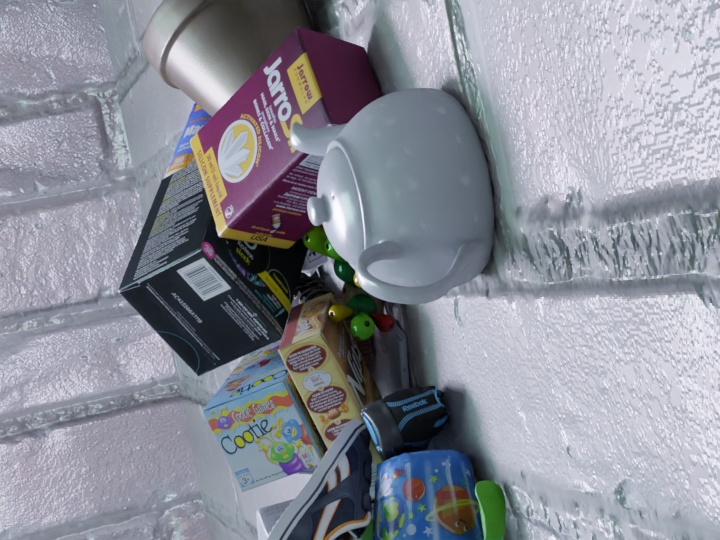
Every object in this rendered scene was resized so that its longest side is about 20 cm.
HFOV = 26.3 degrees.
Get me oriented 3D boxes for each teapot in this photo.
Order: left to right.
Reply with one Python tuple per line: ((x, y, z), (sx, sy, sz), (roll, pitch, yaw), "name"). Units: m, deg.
((0.025, -0.063, 1.381), (0.200, 0.145, 0.198), (156, 101, -74), "teapot")

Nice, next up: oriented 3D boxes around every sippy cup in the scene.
((0.068, 0.249, 1.524), (0.140, 0.177, 0.131), (42, -141, -64), "sippy cup")

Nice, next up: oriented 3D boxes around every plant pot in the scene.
((-0.121, -0.239, 1.770), (0.174, 0.199, 0.200), (54, 158, 18), "plant pot")

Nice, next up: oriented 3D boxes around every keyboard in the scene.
((0.047, 0.151, 1.747), (0.056, 0.011, 0.201), (-119, 22, -63), "keyboard")

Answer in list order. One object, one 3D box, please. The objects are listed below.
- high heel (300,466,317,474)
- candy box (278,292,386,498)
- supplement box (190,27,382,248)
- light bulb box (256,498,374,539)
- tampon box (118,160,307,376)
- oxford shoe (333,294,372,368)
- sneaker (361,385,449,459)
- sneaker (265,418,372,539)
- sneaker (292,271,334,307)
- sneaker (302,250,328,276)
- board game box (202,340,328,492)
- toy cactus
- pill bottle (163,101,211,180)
((-0.050, 0.179, 2.081), (0.142, 0.071, 0.201), (-8, 81, 53), "high heel")
((-0.018, 0.138, 1.671), (0.116, 0.055, 0.201), (-79, -34, -69), "candy box")
((-0.071, -0.133, 1.601), (0.200, 0.103, 0.131), (-42, 55, 34), "supplement box")
((0.009, 0.341, 1.661), (0.200, 0.197, 0.125), (-122, 22, -50), "light bulb box")
((-0.158, -0.016, 1.734), (0.150, 0.126, 0.200), (49, -147, -28), "tampon box")
((-0.021, 0.122, 1.865), (0.074, 0.070, 0.201), (-117, 22, -75), "oxford shoe")
((0.058, 0.165, 1.604), (0.200, 0.082, 0.073), (56, -171, -78), "sneaker")
((-0.024, 0.235, 1.541), (0.079, 0.200, 0.079), (30, 134, 6), "sneaker")
((-0.065, 0.025, 1.965), (0.201, 0.075, 0.106), (64, 157, 17), "sneaker")
((-0.069, -0.065, 1.867), (0.115, 0.075, 0.200), (61, 161, 9), "sneaker")
((-0.086, 0.149, 1.733), (0.103, 0.104, 0.200), (65, -162, -11), "board game box")
((0.000, 0.000, 1.685), (0.165, 0.102, 0.200), (66, 179, -55), "toy cactus")
((-0.164, -0.158, 1.894), (0.112, 0.112, 0.201), (102, -176, -58), "pill bottle")
